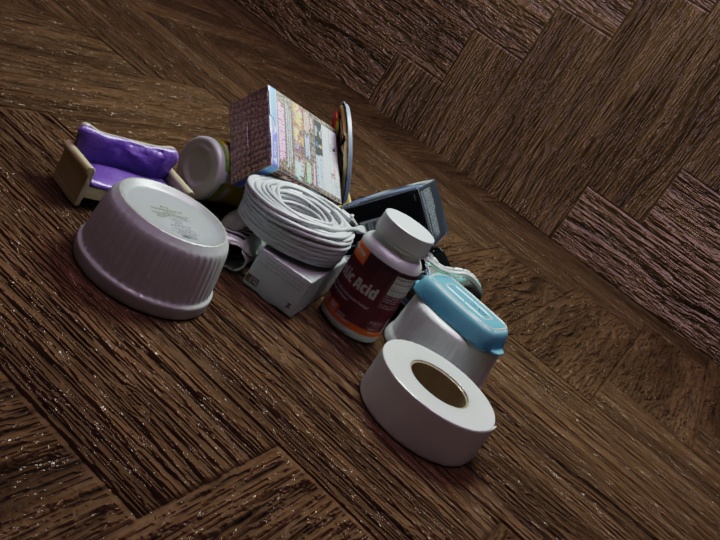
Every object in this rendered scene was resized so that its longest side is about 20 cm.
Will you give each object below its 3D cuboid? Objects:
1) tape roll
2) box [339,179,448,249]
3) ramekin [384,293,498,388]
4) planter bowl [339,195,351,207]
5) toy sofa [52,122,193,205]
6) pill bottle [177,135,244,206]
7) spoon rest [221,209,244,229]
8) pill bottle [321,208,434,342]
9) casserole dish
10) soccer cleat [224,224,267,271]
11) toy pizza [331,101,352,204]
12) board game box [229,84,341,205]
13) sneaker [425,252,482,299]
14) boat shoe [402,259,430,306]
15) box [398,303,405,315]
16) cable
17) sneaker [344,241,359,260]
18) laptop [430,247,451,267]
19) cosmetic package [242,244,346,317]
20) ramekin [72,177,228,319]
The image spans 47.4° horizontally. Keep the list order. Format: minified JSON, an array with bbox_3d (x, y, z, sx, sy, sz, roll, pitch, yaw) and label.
[{"bbox_3d":[0.100,0.193,1.209,0.201,0.071,0.203,31,18,-11],"label":"tape roll"},{"bbox_3d":[0.054,-0.092,1.614,0.198,0.197,0.125,-36,111,-72],"label":"box"},{"bbox_3d":[0.149,0.123,1.430,0.199,0.098,0.201,30,19,-11],"label":"ramekin"},{"bbox_3d":[-0.095,-0.159,1.690,0.201,0.083,0.202,53,26,-41],"label":"planter bowl"},{"bbox_3d":[-0.352,-0.144,1.246,0.083,0.098,0.199,44,20,32],"label":"toy sofa"},{"bbox_3d":[-0.230,-0.175,1.512,0.111,0.112,0.199,43,20,28],"label":"pill bottle"},{"bbox_3d":[-0.151,-0.076,1.460,0.197,0.061,0.099,-2,26,-25],"label":"spoon rest"},{"bbox_3d":[0.030,0.008,1.348,0.113,0.201,0.114,29,18,-10],"label":"pill bottle"},{"bbox_3d":[0.176,0.067,1.401,0.200,0.039,0.121,44,21,25],"label":"casserole dish"},{"bbox_3d":[-0.189,-0.035,1.311,0.199,0.069,0.086,7,43,-52],"label":"soccer cleat"},{"bbox_3d":[-0.044,-0.230,1.616,0.031,0.203,0.201,0,26,-9],"label":"toy pizza"},{"bbox_3d":[-0.134,-0.207,1.479,0.199,0.096,0.162,25,53,-50],"label":"board game box"},{"bbox_3d":[0.165,0.036,1.622,0.198,0.078,0.092,22,40,-29],"label":"sneaker"},{"bbox_3d":[0.087,0.011,1.482,0.199,0.072,0.073,34,36,-34],"label":"boat shoe"},{"bbox_3d":[0.140,0.076,1.628,0.136,0.040,0.200,31,18,-7],"label":"box"},{"bbox_3d":[-0.105,-0.083,1.339,0.199,0.070,0.200,34,19,10],"label":"cable"},{"bbox_3d":[0.000,0.000,1.502,0.198,0.087,0.078,29,19,-14],"label":"sneaker"},{"bbox_3d":[0.127,0.002,1.844,0.197,0.105,0.177,12,10,20],"label":"laptop"},{"bbox_3d":[-0.103,0.000,1.351,0.101,0.075,0.200,35,17,6],"label":"cosmetic package"},{"bbox_3d":[-0.271,-0.037,1.099,0.199,0.106,0.201,31,18,-11],"label":"ramekin"}]
